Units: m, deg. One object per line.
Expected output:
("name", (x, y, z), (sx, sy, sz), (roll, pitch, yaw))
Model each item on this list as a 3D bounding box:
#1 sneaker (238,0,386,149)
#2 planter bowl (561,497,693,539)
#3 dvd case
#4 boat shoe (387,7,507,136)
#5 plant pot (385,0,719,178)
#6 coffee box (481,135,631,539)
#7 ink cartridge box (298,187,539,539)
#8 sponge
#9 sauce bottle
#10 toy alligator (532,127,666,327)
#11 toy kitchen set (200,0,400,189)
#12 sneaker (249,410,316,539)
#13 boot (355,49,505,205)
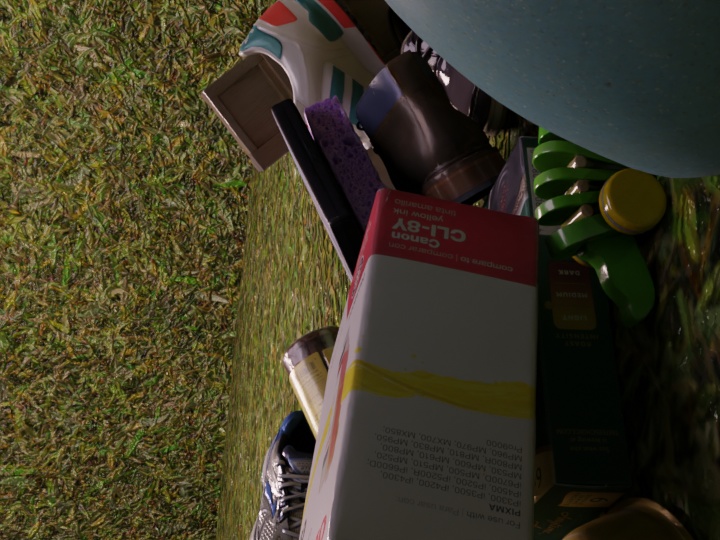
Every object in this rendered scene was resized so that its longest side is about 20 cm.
("sneaker", (-0.010, -0.124, 0.929), (0.200, 0.093, 0.070), (50, -179, -7))
("planter bowl", (0.089, 0.202, 0.542), (0.200, 0.083, 0.201), (-176, 90, -79))
("dvd case", (0.000, 0.000, 0.795), (0.143, 0.018, 0.200), (-117, 3, -50))
("boat shoe", (0.060, -0.153, 0.874), (0.200, 0.065, 0.072), (-104, 22, -58))
("plant pot", (0.101, -0.109, 0.373), (0.135, 0.200, 0.200), (59, -178, -20))
("coffee box", (0.097, 0.041, 0.663), (0.123, 0.044, 0.201), (112, 159, -62))
("ink cartridge box", (0.023, 0.085, 0.553), (0.145, 0.083, 0.200), (106, 174, -45))
("sponge", (0.021, -0.011, 0.791), (0.112, 0.030, 0.200), (65, 179, -58))
("sauce bottle", (0.000, 0.143, 0.973), (0.065, 0.065, 0.200), (110, 140, -57))
("toy alligator", (0.110, -0.071, 0.595), (0.059, 0.054, 0.201), (123, 149, -69))
("toy kitchen set", (-0.012, -0.143, 1.049), (0.163, 0.200, 0.180), (53, 174, -8))
("sneaker", (-0.059, 0.205, 1.103), (0.200, 0.077, 0.085), (-101, 21, -54))
("boot", (0.044, -0.082, 0.802), (0.097, 0.075, 0.200), (61, 173, 1))
